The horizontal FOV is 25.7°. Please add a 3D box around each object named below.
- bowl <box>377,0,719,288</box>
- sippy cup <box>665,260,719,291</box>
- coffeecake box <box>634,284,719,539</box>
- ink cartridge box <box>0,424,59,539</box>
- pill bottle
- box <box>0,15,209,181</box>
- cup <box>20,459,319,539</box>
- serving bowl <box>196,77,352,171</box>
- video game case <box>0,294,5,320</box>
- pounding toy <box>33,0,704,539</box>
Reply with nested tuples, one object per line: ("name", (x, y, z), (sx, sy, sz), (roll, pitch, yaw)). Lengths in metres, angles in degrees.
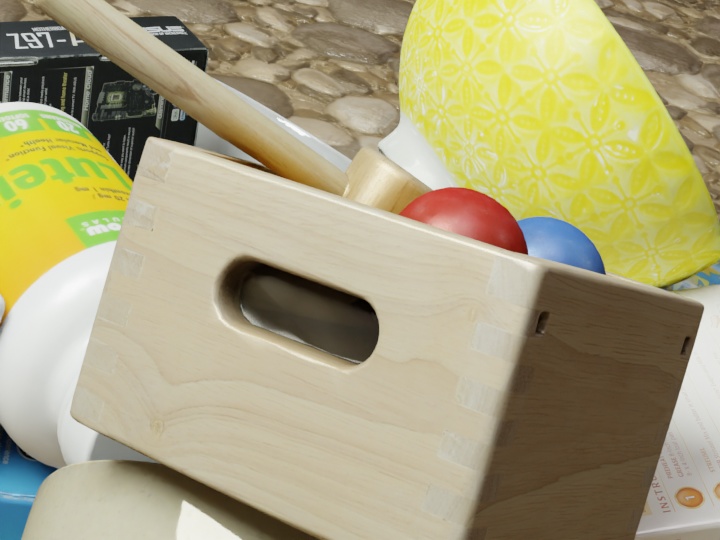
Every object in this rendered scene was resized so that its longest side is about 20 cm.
("bowl", (0.073, -0.057, 0.756), (0.107, 0.201, 0.201), (-34, 41, 0))
("sippy cup", (0.179, 0.045, 0.858), (0.129, 0.179, 0.140), (31, 14, -1))
("coffeecake box", (0.113, 0.085, 0.687), (0.197, 0.074, 0.154), (-7, 35, -6))
("ink cartridge box", (-0.090, 0.102, 0.772), (0.197, 0.087, 0.147), (9, 31, -11))
("pill bottle", (-0.125, 0.018, 0.703), (0.110, 0.112, 0.200), (-9, 37, -33))
("box", (-0.173, -0.034, 0.850), (0.159, 0.202, 0.044), (-9, 36, -31))
("cup", (-0.058, 0.183, 0.577), (0.198, 0.201, 0.144), (18, 59, 9))
("serving bowl", (-0.038, -0.045, 1.003), (0.199, 0.066, 0.200), (31, 0, 0))
("video game case", (-0.232, 0.038, 0.728), (0.023, 0.183, 0.200), (3, 29, -40))
("pounding toy", (-0.004, 0.004, 0.555), (0.198, 0.144, 0.183), (20, 5, 30))
